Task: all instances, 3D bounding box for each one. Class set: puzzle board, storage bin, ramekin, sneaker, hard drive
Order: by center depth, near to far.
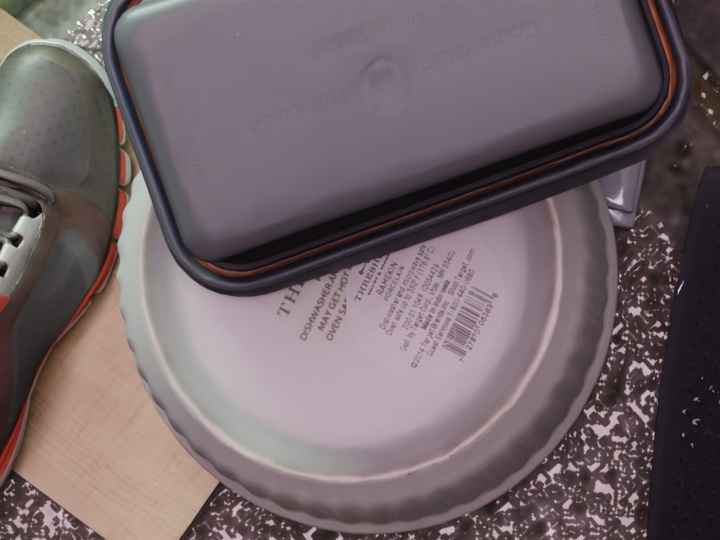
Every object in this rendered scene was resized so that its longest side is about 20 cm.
[{"bbox_3d":[0.008,-0.078,0.792,0.198,0.134,0.147,-19,93,3],"label":"storage bin"},{"bbox_3d":[0.181,0.058,0.911,0.134,0.042,0.202,1,66,22],"label":"hard drive"},{"bbox_3d":[0.000,0.000,0.917,0.198,0.105,0.202,0,86,5],"label":"ramekin"},{"bbox_3d":[-0.145,0.003,0.945,0.076,0.082,0.202,15,86,7],"label":"sneaker"},{"bbox_3d":[-0.119,0.005,0.993,0.199,0.017,0.151,35,88,9],"label":"puzzle board"}]

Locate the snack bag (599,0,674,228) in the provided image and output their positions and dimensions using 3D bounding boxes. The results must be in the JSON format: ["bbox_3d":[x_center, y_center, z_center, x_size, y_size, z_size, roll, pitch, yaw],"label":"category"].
[{"bbox_3d":[0.032,-0.124,0.992,0.198,0.021,0.190,9,83,6],"label":"snack bag"}]
